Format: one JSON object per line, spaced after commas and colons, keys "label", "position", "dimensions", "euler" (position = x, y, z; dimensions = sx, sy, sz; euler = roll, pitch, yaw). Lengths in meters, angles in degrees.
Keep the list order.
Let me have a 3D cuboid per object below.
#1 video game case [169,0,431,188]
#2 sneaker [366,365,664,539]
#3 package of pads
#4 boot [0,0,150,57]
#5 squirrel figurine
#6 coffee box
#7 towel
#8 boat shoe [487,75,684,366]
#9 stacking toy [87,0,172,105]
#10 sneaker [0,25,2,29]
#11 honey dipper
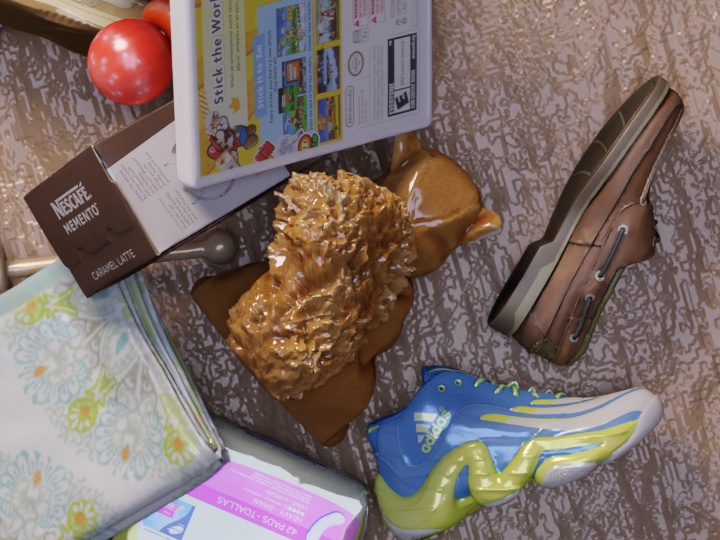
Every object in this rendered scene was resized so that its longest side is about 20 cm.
{"label": "video game case", "position": [-0.034, -0.163, 1.561], "dimensions": [0.182, 0.023, 0.200], "euler": [-17, 118, -33]}
{"label": "sneaker", "position": [0.094, 0.098, 1.709], "dimensions": [0.200, 0.076, 0.105], "euler": [-24, 91, 0]}
{"label": "package of pads", "position": [-0.092, 0.205, 1.711], "dimensions": [0.154, 0.068, 0.200], "euler": [24, 91, 0]}
{"label": "boot", "position": [-0.172, -0.222, 1.698], "dimensions": [0.200, 0.073, 0.156], "euler": [18, 75, -19]}
{"label": "squirrel figurine", "position": [0.000, 0.000, 1.645], "dimensions": [0.187, 0.200, 0.142], "euler": [-41, 85, -1]}
{"label": "coffee box", "position": [-0.096, -0.072, 1.640], "dimensions": [0.200, 0.114, 0.080], "euler": [-33, 92, -33]}
{"label": "towel", "position": [-0.199, 0.095, 1.679], "dimensions": [0.200, 0.048, 0.171], "euler": [-31, 74, 16]}
{"label": "boat shoe", "position": [0.163, -0.031, 1.716], "dimensions": [0.068, 0.072, 0.200], "euler": [31, 100, -6]}
{"label": "stacking toy", "position": [-0.090, -0.164, 1.658], "dimensions": [0.200, 0.085, 0.085], "euler": [-34, 92, -28]}
{"label": "sneaker", "position": [-0.314, -0.138, 1.699], "dimensions": [0.200, 0.072, 0.072], "euler": [-34, 90, -2]}
{"label": "honey dipper", "position": [-0.182, -0.008, 1.722], "dimensions": [0.200, 0.038, 0.038], "euler": [-8, 91, -3]}
